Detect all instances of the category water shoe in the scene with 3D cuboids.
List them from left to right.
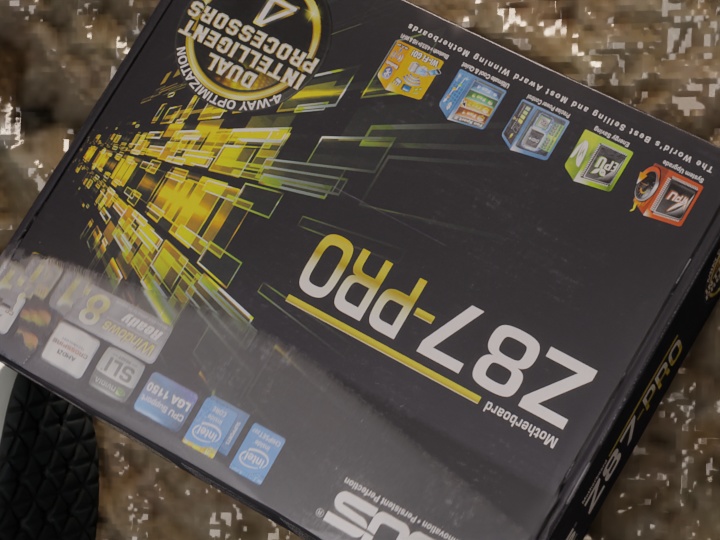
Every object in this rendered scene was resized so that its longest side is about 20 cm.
[{"bbox_3d":[-0.140,0.120,0.809,0.079,0.071,0.201,4,87,27],"label":"water shoe"}]

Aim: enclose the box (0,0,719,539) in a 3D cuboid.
[{"bbox_3d":[0.000,0.000,0.748,0.200,0.049,0.162,28,82,20],"label":"box"}]
